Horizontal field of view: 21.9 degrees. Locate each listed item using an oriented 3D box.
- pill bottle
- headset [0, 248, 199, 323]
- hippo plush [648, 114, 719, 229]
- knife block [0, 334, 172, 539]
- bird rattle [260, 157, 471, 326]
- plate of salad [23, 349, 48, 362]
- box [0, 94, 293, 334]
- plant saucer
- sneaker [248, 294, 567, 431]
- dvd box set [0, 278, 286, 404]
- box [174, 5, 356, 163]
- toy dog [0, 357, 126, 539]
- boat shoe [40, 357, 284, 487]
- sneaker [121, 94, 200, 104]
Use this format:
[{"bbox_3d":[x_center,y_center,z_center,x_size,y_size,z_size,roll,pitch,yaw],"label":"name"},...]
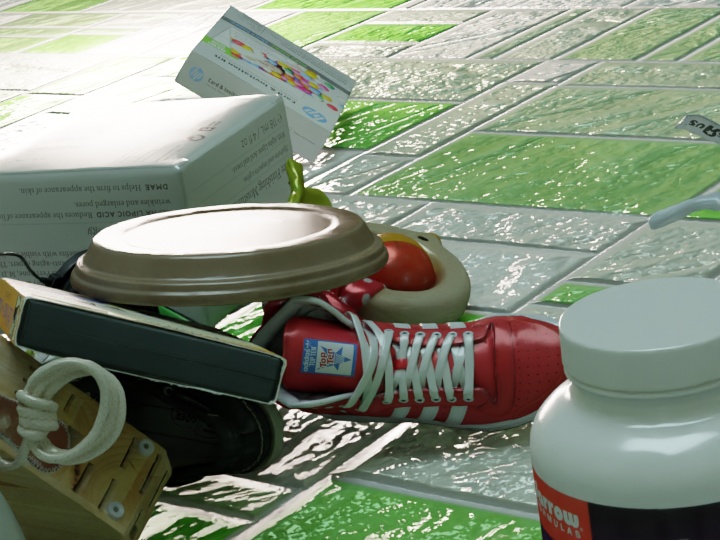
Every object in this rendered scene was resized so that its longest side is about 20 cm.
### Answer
[{"bbox_3d":[0.129,0.110,0.745,0.112,0.201,0.113,-9,18,3],"label":"pill bottle"},{"bbox_3d":[-0.179,0.039,1.236,0.199,0.094,0.123,26,4,-21],"label":"headset"},{"bbox_3d":[0.318,-0.053,1.188,0.199,0.160,0.161,6,27,-14],"label":"hippo plush"},{"bbox_3d":[-0.231,0.110,1.060,0.175,0.200,0.064,-41,17,45],"label":"knife block"},{"bbox_3d":[0.000,0.000,1.302,0.162,0.113,0.200,3,19,-14],"label":"bird rattle"},{"bbox_3d":[-0.305,0.080,1.246,0.199,0.048,0.200,-19,9,3],"label":"plate of salad"},{"bbox_3d":[-0.173,-0.046,1.459,0.199,0.132,0.199,-1,20,22],"label":"box"},{"bbox_3d":[-0.082,-0.013,1.156,0.199,0.030,0.200,-4,11,1],"label":"plant saucer"},{"bbox_3d":[0.026,0.054,1.096,0.199,0.072,0.112,-7,-16,28],"label":"sneaker"},{"bbox_3d":[-0.133,0.038,1.065,0.145,0.030,0.200,14,-1,-15],"label":"dvd box set"},{"bbox_3d":[-0.090,-0.187,1.839,0.155,0.041,0.200,31,22,-4],"label":"box"},{"bbox_3d":[-0.195,0.117,0.955,0.131,0.201,0.096,16,5,1],"label":"toy dog"},{"bbox_3d":[-0.148,0.096,1.127,0.198,0.075,0.066,10,13,24],"label":"boat shoe"},{"bbox_3d":[-0.200,-0.132,1.839,0.199,0.075,0.100,-8,10,-21],"label":"sneaker"}]
